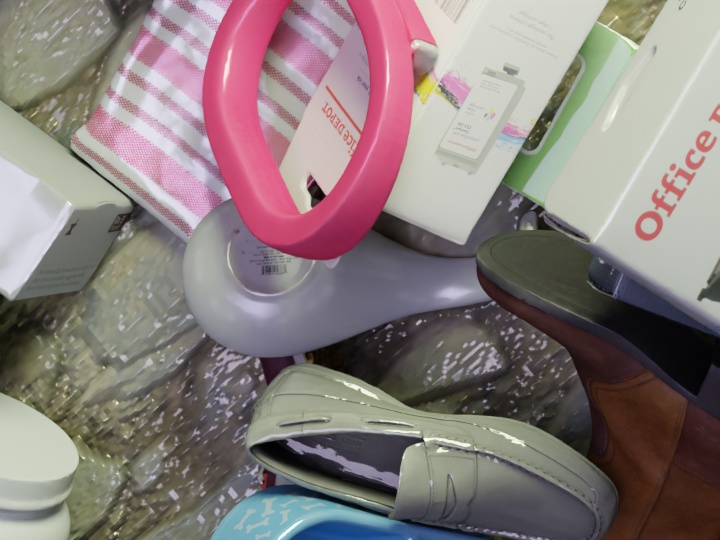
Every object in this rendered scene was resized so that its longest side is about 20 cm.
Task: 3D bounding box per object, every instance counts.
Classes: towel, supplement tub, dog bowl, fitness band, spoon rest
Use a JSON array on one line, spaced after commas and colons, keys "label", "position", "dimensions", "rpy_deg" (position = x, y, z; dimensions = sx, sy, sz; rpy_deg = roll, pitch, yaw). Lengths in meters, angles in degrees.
[{"label": "towel", "position": [-0.067, -0.107, 1.231], "dimensions": [0.146, 0.030, 0.200], "rpy_deg": [37, 108, 11]}, {"label": "supplement tub", "position": [-0.258, 0.179, 1.279], "dimensions": [0.144, 0.144, 0.200], "rpy_deg": [27, 106, 13]}, {"label": "dog bowl", "position": [0.011, 0.181, 1.164], "dimensions": [0.050, 0.199, 0.112], "rpy_deg": [-1, 76, 62]}, {"label": "fitness band", "position": [-0.024, -0.095, 1.124], "dimensions": [0.144, 0.037, 0.200], "rpy_deg": [-55, 37, 27]}, {"label": "spoon rest", "position": [0.000, 0.000, 1.192], "dimensions": [0.199, 0.061, 0.100], "rpy_deg": [-1, 69, 7]}]

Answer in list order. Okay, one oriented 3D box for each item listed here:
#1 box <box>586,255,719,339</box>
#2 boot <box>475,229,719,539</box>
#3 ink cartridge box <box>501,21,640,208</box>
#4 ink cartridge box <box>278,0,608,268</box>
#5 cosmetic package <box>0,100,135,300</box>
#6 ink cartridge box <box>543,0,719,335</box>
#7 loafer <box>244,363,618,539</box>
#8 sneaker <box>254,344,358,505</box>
[{"label": "box", "position": [0.219, -0.056, 1.043], "dimensions": [0.157, 0.051, 0.201], "rpy_deg": [19, 95, -14]}, {"label": "boot", "position": [0.126, 0.089, 1.159], "dimensions": [0.188, 0.069, 0.200], "rpy_deg": [22, 129, 5]}, {"label": "ink cartridge box", "position": [0.170, -0.051, 1.141], "dimensions": [0.200, 0.059, 0.104], "rpy_deg": [33, 107, 12]}, {"label": "ink cartridge box", "position": [0.039, -0.097, 1.133], "dimensions": [0.067, 0.117, 0.200], "rpy_deg": [22, 109, -28]}, {"label": "cosmetic package", "position": [-0.241, -0.068, 1.257], "dimensions": [0.200, 0.102, 0.074], "rpy_deg": [38, 102, 12]}, {"label": "ink cartridge box", "position": [0.207, -0.029, 0.975], "dimensions": [0.200, 0.086, 0.148], "rpy_deg": [30, 94, -16]}, {"label": "loafer", "position": [0.035, 0.108, 1.133], "dimensions": [0.199, 0.070, 0.070], "rpy_deg": [15, 126, 13]}, {"label": "sneaker", "position": [-0.037, 0.118, 1.230], "dimensions": [0.090, 0.075, 0.201], "rpy_deg": [-21, 90, 15]}]
